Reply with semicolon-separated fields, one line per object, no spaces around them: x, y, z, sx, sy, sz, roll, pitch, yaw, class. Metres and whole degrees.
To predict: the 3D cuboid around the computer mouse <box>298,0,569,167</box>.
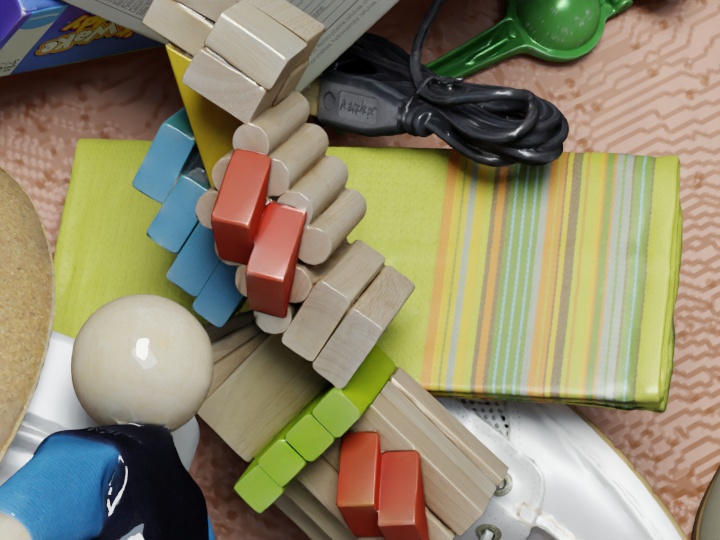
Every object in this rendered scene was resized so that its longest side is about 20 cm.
0.056;-0.119;0.801;0.044;0.109;0.201;44;65;-39;computer mouse

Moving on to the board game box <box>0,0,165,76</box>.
-0.108;-0.168;0.815;0.134;0.045;0.201;-15;73;-41;board game box

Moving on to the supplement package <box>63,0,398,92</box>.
-0.060;-0.180;0.721;0.199;0.151;0.153;21;53;-26;supplement package

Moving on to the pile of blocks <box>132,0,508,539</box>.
-0.028;0.009;0.704;0.082;0.062;0.201;-19;100;18;pile of blocks

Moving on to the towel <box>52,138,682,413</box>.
0.000;0.000;0.765;0.199;0.018;0.087;2;62;13;towel

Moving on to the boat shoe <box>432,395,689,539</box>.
0.034;0.064;0.778;0.069;0.071;0.200;-39;69;-13;boat shoe

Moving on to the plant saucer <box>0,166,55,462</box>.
-0.183;0.029;0.707;0.199;0.035;0.201;-16;47;18;plant saucer

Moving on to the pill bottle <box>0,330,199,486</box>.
-0.122;0.121;0.707;0.113;0.113;0.201;20;68;-2;pill bottle

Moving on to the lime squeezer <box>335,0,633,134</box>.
0.082;-0.098;0.845;0.199;0.071;0.038;-33;96;12;lime squeezer

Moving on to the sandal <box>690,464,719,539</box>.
0.172;0.030;0.817;0.080;0.054;0.201;27;69;1;sandal

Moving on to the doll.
-0.072;0.100;0.639;0.048;0.136;0.201;1;68;27;doll
